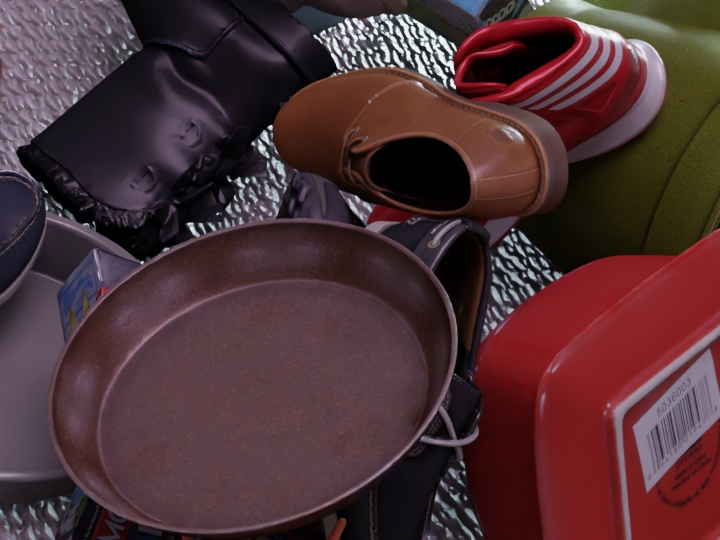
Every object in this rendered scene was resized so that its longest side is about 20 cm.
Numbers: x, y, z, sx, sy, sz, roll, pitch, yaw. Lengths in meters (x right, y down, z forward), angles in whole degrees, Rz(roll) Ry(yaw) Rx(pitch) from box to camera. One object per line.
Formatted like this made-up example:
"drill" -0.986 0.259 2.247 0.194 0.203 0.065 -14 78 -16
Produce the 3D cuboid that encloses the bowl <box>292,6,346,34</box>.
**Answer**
"bowl" -0.075 -0.246 1.857 0.200 0.105 0.201 10 42 -9

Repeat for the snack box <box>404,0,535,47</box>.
"snack box" 0.050 -0.168 1.772 0.116 0.200 0.037 33 89 16

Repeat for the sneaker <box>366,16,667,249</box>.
"sneaker" 0.057 -0.077 1.606 0.115 0.200 0.078 25 33 -48

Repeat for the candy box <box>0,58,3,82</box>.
"candy box" -0.288 -0.137 1.623 0.200 0.055 0.116 39 18 -21

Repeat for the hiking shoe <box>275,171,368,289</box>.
"hiking shoe" 0.000 0.000 1.577 0.100 0.076 0.200 20 -2 1

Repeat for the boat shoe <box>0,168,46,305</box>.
"boat shoe" -0.233 -0.008 1.533 0.075 0.062 0.200 38 46 23

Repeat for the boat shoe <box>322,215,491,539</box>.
"boat shoe" 0.025 0.070 1.466 0.067 0.072 0.201 -3 72 34

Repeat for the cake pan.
"cake pan" -0.192 0.045 1.566 0.200 0.037 0.201 9 44 -9

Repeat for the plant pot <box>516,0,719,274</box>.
"plant pot" 0.168 -0.060 1.698 0.193 0.201 0.200 29 43 30

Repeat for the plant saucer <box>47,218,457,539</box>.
"plant saucer" -0.049 0.057 1.416 0.200 0.035 0.201 -9 43 9

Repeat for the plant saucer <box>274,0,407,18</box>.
"plant saucer" -0.063 -0.198 1.682 0.200 0.200 0.050 42 90 24

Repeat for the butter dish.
"butter dish" 0.117 0.078 1.554 0.148 0.200 0.200 19 39 38

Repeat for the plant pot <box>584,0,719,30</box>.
"plant pot" 0.235 -0.202 1.840 0.186 0.200 0.187 9 43 -8

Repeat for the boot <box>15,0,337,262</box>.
"boot" -0.127 -0.108 1.683 0.162 0.073 0.198 -46 63 -8

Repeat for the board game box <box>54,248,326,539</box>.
"board game box" -0.078 0.089 1.501 0.200 0.062 0.200 31 54 -10

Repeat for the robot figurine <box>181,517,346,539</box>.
"robot figurine" -0.041 0.211 1.361 0.116 0.144 0.201 14 62 -33

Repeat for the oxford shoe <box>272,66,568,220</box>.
"oxford shoe" 0.013 -0.064 1.539 0.071 0.072 0.200 -14 16 -39
